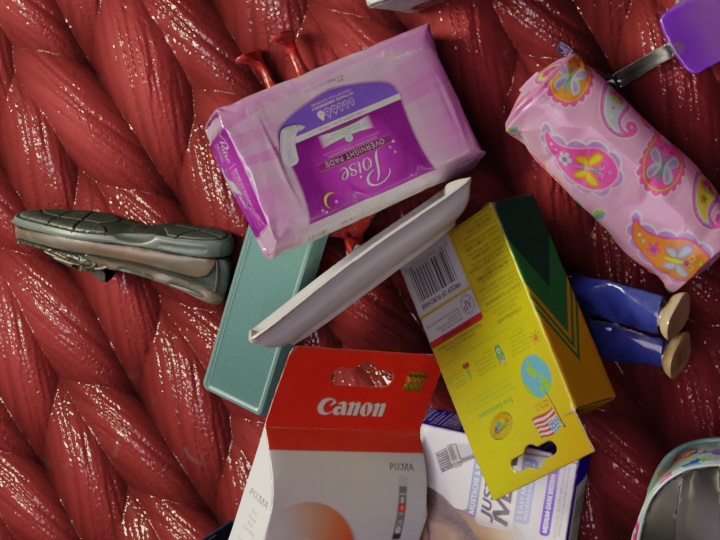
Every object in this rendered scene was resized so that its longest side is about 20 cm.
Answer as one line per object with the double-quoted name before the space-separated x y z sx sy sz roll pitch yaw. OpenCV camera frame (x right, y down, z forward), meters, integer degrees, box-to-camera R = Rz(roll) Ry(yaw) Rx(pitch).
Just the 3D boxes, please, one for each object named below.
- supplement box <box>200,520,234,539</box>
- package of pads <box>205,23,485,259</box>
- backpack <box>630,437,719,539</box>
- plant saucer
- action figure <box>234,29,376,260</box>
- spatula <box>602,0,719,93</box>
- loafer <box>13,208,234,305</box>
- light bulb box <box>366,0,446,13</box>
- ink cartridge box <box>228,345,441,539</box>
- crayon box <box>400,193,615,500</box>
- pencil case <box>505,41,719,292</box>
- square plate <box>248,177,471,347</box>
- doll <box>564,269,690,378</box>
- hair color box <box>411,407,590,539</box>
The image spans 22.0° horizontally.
"supplement box" -0.144 0.362 1.570 0.199 0.134 0.201 -39 84 18
"package of pads" -0.011 -0.101 1.454 0.198 0.076 0.122 -24 87 -17
"backpack" 0.288 0.229 1.407 0.175 0.151 0.202 7 107 14
"plant saucer" -0.082 0.029 1.546 0.069 0.019 0.202 25 118 14
"action figure" -0.039 -0.094 1.522 0.065 0.052 0.202 -26 91 27
"spatula" 0.212 -0.154 1.447 0.199 0.021 0.057 -31 93 23
"loafer" -0.205 -0.011 1.578 0.198 0.072 0.064 7 105 15
"light bulb box" 0.080 -0.323 1.414 0.196 0.125 0.202 -17 91 19
"ink cartridge box" -0.009 0.162 1.426 0.050 0.161 0.202 38 114 46
"crayon box" 0.115 0.060 1.415 0.127 0.050 0.202 -33 74 48
"pencil case" 0.199 -0.077 1.419 0.200 0.087 0.088 43 107 0
"square plate" 0.000 0.000 1.409 0.197 0.200 0.029 -36 92 -3
"doll" 0.160 0.034 1.457 0.198 0.049 0.138 16 134 29
"hair color box" 0.081 0.178 1.513 0.198 0.065 0.111 11 101 18
